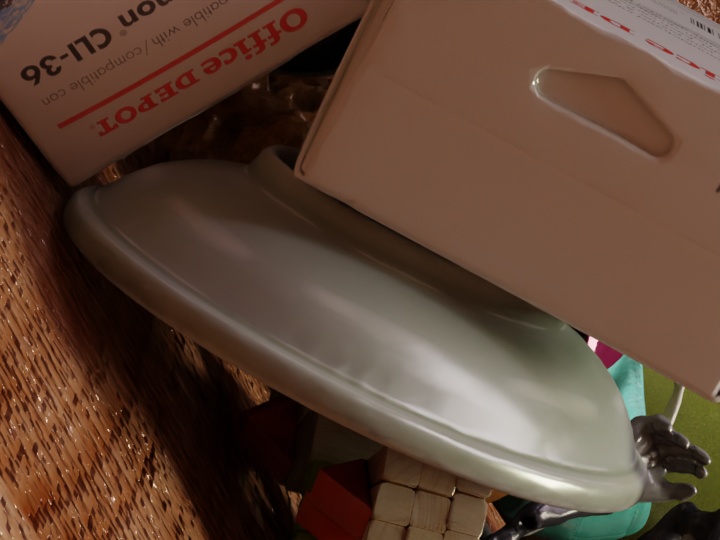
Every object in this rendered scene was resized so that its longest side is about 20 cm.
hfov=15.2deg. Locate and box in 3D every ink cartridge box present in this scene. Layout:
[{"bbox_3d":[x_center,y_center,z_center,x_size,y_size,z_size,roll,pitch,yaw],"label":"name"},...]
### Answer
[{"bbox_3d":[0.070,-0.048,0.856,0.146,0.086,0.200,29,15,1],"label":"ink cartridge box"},{"bbox_3d":[-0.076,-0.109,0.827,0.200,0.116,0.068,55,8,-40],"label":"ink cartridge box"}]

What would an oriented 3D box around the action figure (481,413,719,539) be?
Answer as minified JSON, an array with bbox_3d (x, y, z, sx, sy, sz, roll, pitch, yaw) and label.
[{"bbox_3d":[0.094,0.116,0.904,0.200,0.102,0.119,-21,-88,57],"label":"action figure"}]

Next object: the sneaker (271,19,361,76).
[{"bbox_3d":[-0.082,-0.134,0.942,0.199,0.076,0.114,40,13,5],"label":"sneaker"}]

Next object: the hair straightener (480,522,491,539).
[{"bbox_3d":[0.033,0.096,1.144,0.077,0.041,0.200,57,7,-36],"label":"hair straightener"}]

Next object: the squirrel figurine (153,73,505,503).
[{"bbox_3d":[0.000,0.000,1.041,0.200,0.141,0.187,28,42,-53],"label":"squirrel figurine"}]

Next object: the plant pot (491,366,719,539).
[{"bbox_3d":[0.151,0.093,1.213,0.193,0.200,0.200,40,5,4],"label":"plant pot"}]

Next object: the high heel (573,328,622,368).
[{"bbox_3d":[0.058,-0.060,0.973,0.200,0.067,0.096,59,31,-16],"label":"high heel"}]

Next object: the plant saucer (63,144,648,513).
[{"bbox_3d":[0.008,0.006,0.836,0.200,0.050,0.200,26,9,-5],"label":"plant saucer"}]

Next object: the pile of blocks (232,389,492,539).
[{"bbox_3d":[-0.011,0.075,0.876,0.062,0.082,0.200,16,7,-11],"label":"pile of blocks"}]

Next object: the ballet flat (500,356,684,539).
[{"bbox_3d":[0.102,0.023,1.126,0.070,0.067,0.200,17,63,-19],"label":"ballet flat"}]
